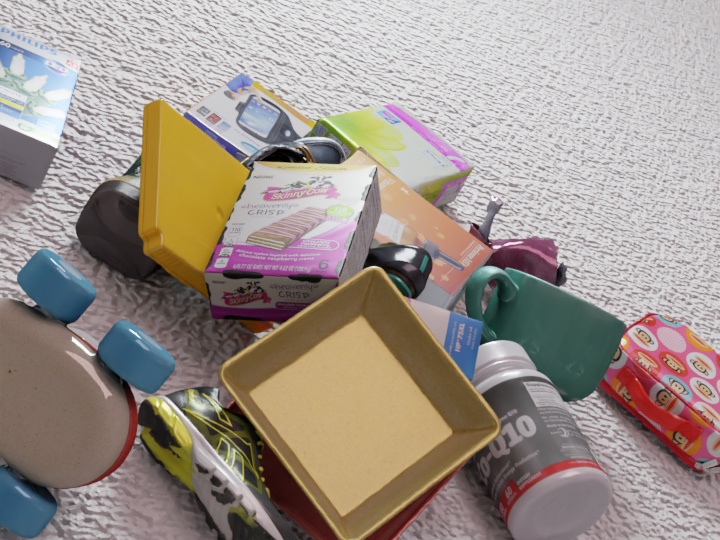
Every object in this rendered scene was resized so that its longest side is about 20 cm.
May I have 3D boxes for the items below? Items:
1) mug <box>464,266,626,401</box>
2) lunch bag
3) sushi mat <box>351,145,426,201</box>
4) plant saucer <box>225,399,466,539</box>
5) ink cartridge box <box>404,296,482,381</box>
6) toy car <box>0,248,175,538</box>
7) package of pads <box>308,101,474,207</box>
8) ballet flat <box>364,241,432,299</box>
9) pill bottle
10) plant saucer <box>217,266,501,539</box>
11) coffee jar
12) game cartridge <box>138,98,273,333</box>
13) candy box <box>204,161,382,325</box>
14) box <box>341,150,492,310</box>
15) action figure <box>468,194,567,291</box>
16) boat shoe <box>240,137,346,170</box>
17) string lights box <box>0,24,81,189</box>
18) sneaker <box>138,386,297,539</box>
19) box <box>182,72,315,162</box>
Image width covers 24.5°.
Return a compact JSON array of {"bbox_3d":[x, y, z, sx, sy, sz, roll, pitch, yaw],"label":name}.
[{"bbox_3d":[0.193,0.074,1.864,0.184,0.115,0.152,25,-2,3],"label":"mug"},{"bbox_3d":[0.383,0.148,1.999,0.200,0.082,0.176,43,31,15],"label":"lunch bag"},{"bbox_3d":[0.051,-0.054,1.956,0.200,0.096,0.012,40,42,12],"label":"sushi mat"},{"bbox_3d":[-0.015,0.160,1.556,0.200,0.037,0.200,40,61,11],"label":"plant saucer"},{"bbox_3d":[0.010,0.065,1.699,0.199,0.116,0.068,19,70,-18],"label":"ink cartridge box"},{"bbox_3d":[-0.248,0.105,1.398,0.177,0.185,0.200,40,1,11],"label":"toy car"},{"bbox_3d":[0.039,-0.135,2.095,0.154,0.068,0.200,42,31,18],"label":"package of pads"},{"bbox_3d":[0.000,0.000,1.750,0.073,0.073,0.200,2,-3,-44],"label":"ballet flat"},{"bbox_3d":[0.168,0.176,1.712,0.114,0.114,0.200,10,36,-35],"label":"pill bottle"},{"bbox_3d":[-0.004,0.126,1.516,0.200,0.048,0.200,-33,79,-28],"label":"plant saucer"},{"bbox_3d":[-0.214,-0.070,1.727,0.104,0.085,0.200,34,30,0],"label":"coffee jar"},{"bbox_3d":[-0.155,-0.053,1.685,0.200,0.032,0.177,39,39,-45],"label":"game cartridge"},{"bbox_3d":[-0.063,-0.031,1.648,0.136,0.061,0.200,2,36,11],"label":"candy box"},{"bbox_3d":[0.024,-0.019,1.866,0.200,0.107,0.152,36,29,6],"label":"box"},{"bbox_3d":[0.140,-0.010,2.015,0.199,0.134,0.150,6,80,-20],"label":"action figure"},{"bbox_3d":[-0.074,-0.113,1.883,0.200,0.091,0.071,-24,91,-40],"label":"boat shoe"},{"bbox_3d":[-0.365,-0.176,1.763,0.102,0.059,0.200,23,31,-16],"label":"string lights box"},{"bbox_3d":[-0.111,0.171,1.460,0.084,0.075,0.200,-26,62,-35],"label":"sneaker"},{"bbox_3d":[-0.140,-0.167,1.994,0.119,0.042,0.200,35,27,3],"label":"box"}]
